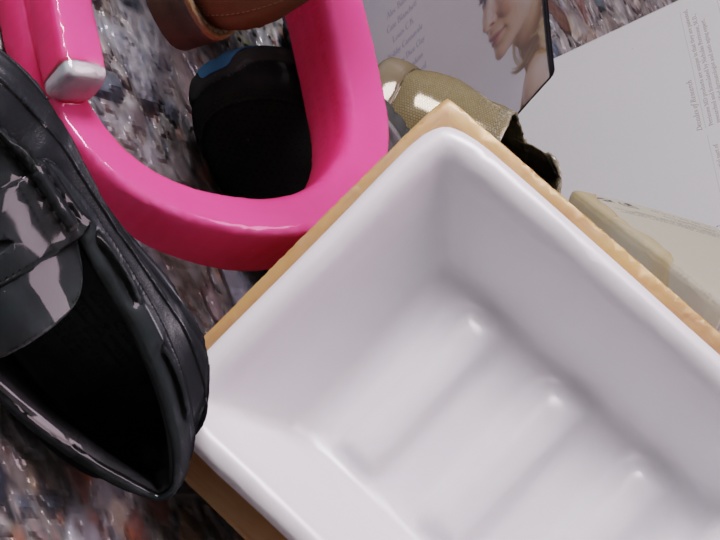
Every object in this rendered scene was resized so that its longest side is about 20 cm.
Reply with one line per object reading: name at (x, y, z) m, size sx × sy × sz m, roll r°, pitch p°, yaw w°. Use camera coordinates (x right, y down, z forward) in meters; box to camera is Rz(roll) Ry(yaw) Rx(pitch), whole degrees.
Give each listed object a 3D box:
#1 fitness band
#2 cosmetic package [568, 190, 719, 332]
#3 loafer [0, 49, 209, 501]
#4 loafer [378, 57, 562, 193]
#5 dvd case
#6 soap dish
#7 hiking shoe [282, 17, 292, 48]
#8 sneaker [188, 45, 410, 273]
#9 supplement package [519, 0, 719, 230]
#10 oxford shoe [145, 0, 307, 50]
fitness band at (-0.060, -0.092, 0.918) m, size 0.144 × 0.037 × 0.200 m, roll 10°, pitch 54°, yaw -33°
cosmetic package at (0.126, 0.043, 1.001) m, size 0.073 × 0.104 × 0.200 m, roll 14°, pitch 10°, yaw -14°
loafer at (-0.105, -0.006, 0.747) m, size 0.201 × 0.068 × 0.070 m, roll 52°, pitch 15°, yaw -40°
loafer at (0.052, -0.017, 1.087) m, size 0.076 × 0.067 × 0.200 m, roll -65°, pitch 151°, yaw -14°
dvd case at (0.034, -0.123, 1.081) m, size 0.143 × 0.018 × 0.200 m, roll -47°, pitch 144°, yaw -34°
soap dish at (0.048, 0.064, 0.852) m, size 0.200 × 0.157 × 0.081 m, roll 42°, pitch -9°, yaw 13°
hiking shoe at (0.029, -0.096, 1.168) m, size 0.101 × 0.076 × 0.200 m, roll 61°, pitch 20°, yaw -2°
sneaker at (0.000, 0.000, 0.995) m, size 0.200 × 0.073 × 0.082 m, roll 53°, pitch 28°, yaw -24°
supplement package at (0.176, -0.016, 1.260) m, size 0.147 × 0.200 × 0.191 m, roll 46°, pitch 28°, yaw -43°
oxford shoe at (-0.017, -0.156, 0.912) m, size 0.200 × 0.071 × 0.071 m, roll -77°, pitch 148°, yaw -40°
